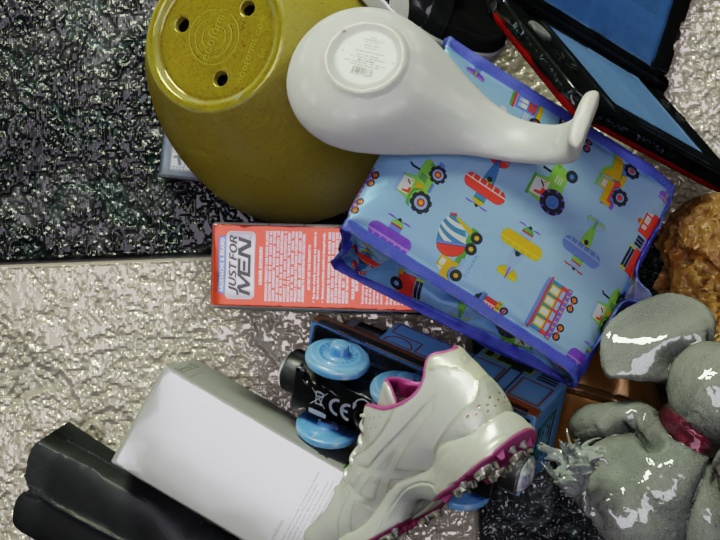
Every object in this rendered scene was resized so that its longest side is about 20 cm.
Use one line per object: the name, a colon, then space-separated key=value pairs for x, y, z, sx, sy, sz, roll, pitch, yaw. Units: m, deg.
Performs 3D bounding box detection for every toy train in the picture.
toy train: x=0.042 y=0.093 z=1.152 sx=0.199 sy=0.114 sz=0.087 roll=22 pitch=121 yaw=23

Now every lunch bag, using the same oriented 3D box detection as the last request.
lunch bag: x=0.104 y=-0.030 z=1.077 sx=0.199 sy=0.094 sz=0.151 roll=29 pitch=74 yaw=3

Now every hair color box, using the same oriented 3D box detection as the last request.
hair color box: x=0.000 y=0.000 z=1.179 sx=0.198 sy=0.111 sz=0.065 roll=3 pitch=89 yaw=6

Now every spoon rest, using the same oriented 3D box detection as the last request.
spoon rest: x=0.048 y=-0.105 z=1.022 sx=0.199 sy=0.061 sz=0.100 roll=18 pitch=70 yaw=17

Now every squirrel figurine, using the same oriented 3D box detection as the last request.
squirrel figurine: x=0.289 y=0.041 z=1.125 sx=0.198 sy=0.142 sz=0.188 roll=0 pitch=90 yaw=-1

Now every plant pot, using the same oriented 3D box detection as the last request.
plant pot: x=-0.068 y=-0.143 z=1.127 sx=0.198 sy=0.142 sz=0.202 roll=-3 pitch=81 yaw=21

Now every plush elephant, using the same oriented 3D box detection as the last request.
plush elephant: x=0.207 y=0.109 z=1.021 sx=0.155 sy=0.200 sz=0.165 roll=-39 pitch=51 yaw=4

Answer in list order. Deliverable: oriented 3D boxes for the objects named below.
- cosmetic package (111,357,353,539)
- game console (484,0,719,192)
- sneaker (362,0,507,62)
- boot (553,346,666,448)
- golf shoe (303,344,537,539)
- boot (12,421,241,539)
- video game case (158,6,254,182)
cosmetic package: x=-0.066 y=0.149 z=1.186 sx=0.199 sy=0.108 sz=0.085 roll=31 pitch=94 yaw=4
game console: x=0.190 y=-0.168 z=1.108 sx=0.119 sy=0.199 sz=0.173 roll=-49 pitch=49 yaw=20
sneaker: x=0.036 y=-0.227 z=1.080 sx=0.199 sy=0.073 sz=0.112 roll=37 pitch=132 yaw=-7
boot: x=0.177 y=0.133 z=1.188 sx=0.143 sy=0.071 sz=0.203 roll=3 pitch=87 yaw=12
golf shoe: x=0.025 y=0.122 z=1.067 sx=0.200 sy=0.075 sz=0.092 roll=-39 pitch=75 yaw=34
boot: x=-0.173 y=0.229 z=1.215 sx=0.199 sy=0.066 sz=0.166 roll=27 pitch=104 yaw=9
video game case: x=-0.070 y=-0.162 z=1.234 sx=0.142 sy=0.019 sz=0.202 roll=6 pitch=89 yaw=5
